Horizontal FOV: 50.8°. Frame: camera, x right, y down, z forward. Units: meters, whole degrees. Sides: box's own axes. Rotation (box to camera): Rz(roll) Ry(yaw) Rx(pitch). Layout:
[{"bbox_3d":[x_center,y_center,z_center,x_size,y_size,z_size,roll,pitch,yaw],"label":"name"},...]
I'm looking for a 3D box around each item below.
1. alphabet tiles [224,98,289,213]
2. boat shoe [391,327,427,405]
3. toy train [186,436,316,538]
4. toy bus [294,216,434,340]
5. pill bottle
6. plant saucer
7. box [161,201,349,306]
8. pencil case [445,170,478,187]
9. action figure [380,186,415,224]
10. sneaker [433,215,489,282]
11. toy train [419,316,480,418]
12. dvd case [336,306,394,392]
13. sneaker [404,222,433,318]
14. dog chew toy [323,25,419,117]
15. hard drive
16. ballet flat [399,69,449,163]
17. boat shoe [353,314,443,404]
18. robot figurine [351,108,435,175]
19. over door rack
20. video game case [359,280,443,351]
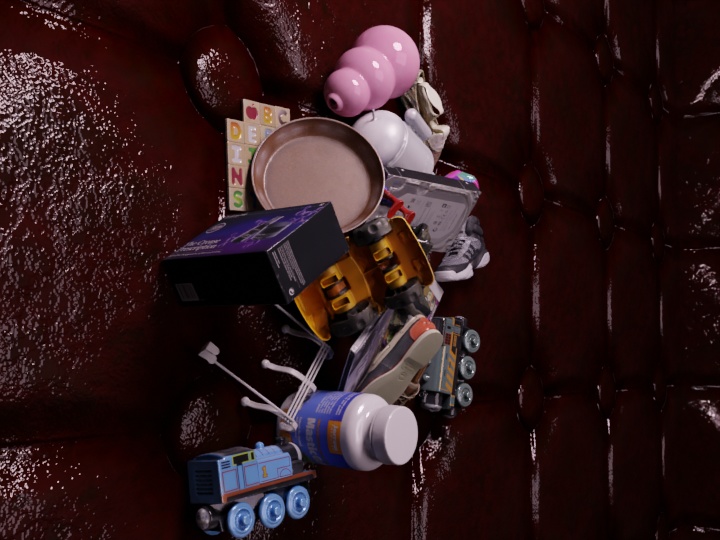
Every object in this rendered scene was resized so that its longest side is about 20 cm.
[{"bbox_3d":[-0.140,-0.155,1.158,0.166,0.006,0.201,0,88,-51],"label":"alphabet tiles"},{"bbox_3d":[0.062,0.194,1.308,0.076,0.072,0.200,27,87,-39],"label":"boat shoe"},{"bbox_3d":[-0.147,0.299,1.058,0.200,0.087,0.115,1,81,-50],"label":"toy train"},{"bbox_3d":[0.000,0.000,1.176,0.136,0.200,0.192,63,5,-8],"label":"toy bus"},{"bbox_3d":[-0.019,0.238,1.130,0.112,0.200,0.112,5,83,-51],"label":"pill bottle"},{"bbox_3d":[-0.064,-0.137,1.140,0.035,0.200,0.201,108,-1,-66],"label":"plant saucer"},{"bbox_3d":[-0.138,-0.020,0.997,0.141,0.200,0.079,-40,118,-46],"label":"box"},{"bbox_3d":[0.155,-0.133,1.469,0.200,0.088,0.089,-35,114,-49],"label":"pencil case"},{"bbox_3d":[0.006,-0.131,1.211,0.052,0.200,0.065,-51,137,8],"label":"action figure"},{"bbox_3d":[0.194,-0.047,1.523,0.200,0.075,0.114,-26,107,-56],"label":"sneaker"},{"bbox_3d":[0.163,0.181,1.467,0.114,0.085,0.201,19,74,-37],"label":"toy train"},{"bbox_3d":[0.006,0.138,1.220,0.149,0.016,0.200,-52,166,-40],"label":"dvd case"},{"bbox_3d":[0.092,-0.005,1.300,0.200,0.114,0.076,57,5,-25],"label":"sneaker"},{"bbox_3d":[0.012,-0.328,1.279,0.200,0.124,0.125,-45,122,-33],"label":"dog chew toy"},{"bbox_3d":[0.097,-0.103,1.318,0.200,0.038,0.140,8,125,-31],"label":"hard drive"},{"bbox_3d":[0.128,-0.290,1.451,0.068,0.075,0.200,-46,123,-44],"label":"ballet flat"},{"bbox_3d":[0.051,0.159,1.254,0.200,0.063,0.071,-47,132,5],"label":"boat shoe"},{"bbox_3d":[0.051,-0.200,1.315,0.170,0.113,0.200,-51,136,4],"label":"robot figurine"},{"bbox_3d":[-0.138,0.118,1.100,0.200,0.067,0.148,49,50,-29],"label":"over door rack"},{"bbox_3d":[0.069,0.059,1.385,0.181,0.036,0.200,52,50,-34],"label":"video game case"}]
